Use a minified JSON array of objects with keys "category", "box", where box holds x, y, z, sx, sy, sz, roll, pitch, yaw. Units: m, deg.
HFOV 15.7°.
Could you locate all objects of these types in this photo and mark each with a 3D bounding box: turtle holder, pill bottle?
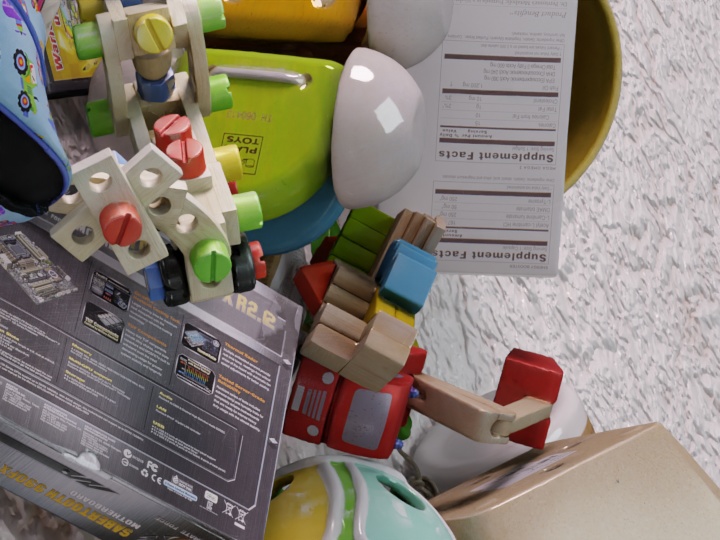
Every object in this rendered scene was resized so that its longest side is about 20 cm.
[{"category":"turtle holder","box":[-0.027,0.169,1.367,0.185,0.141,0.132,8,62,-21]},{"category":"pill bottle","box":[0.122,0.180,1.644,0.200,0.114,0.114,64,29,-18]}]

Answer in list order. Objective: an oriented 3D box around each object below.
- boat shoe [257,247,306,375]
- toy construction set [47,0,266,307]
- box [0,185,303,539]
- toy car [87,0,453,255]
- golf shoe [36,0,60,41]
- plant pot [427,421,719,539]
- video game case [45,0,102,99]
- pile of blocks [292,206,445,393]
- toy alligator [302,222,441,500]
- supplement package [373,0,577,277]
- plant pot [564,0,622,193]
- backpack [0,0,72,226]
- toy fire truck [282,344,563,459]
[{"category":"boat shoe","box":[-0.062,0.042,1.422,0.069,0.071,0.200,62,29,-24]},{"category":"toy construction set","box":[-0.092,-0.061,1.219,0.200,0.092,0.131,-89,175,-52]},{"category":"box","box":[-0.128,0.041,1.251,0.200,0.048,0.159,31,45,-24]},{"category":"toy car","box":[-0.043,-0.097,1.403,0.150,0.174,0.200,79,19,-56]},{"category":"golf shoe","box":[-0.183,-0.150,1.306,0.092,0.072,0.200,80,27,-49]},{"category":"plant pot","box":[0.119,0.196,1.477,0.199,0.200,0.178,-23,91,-28]},{"category":"video game case","box":[-0.157,-0.196,1.427,0.181,0.025,0.201,-16,90,-63]},{"category":"pile of blocks","box":[0.000,0.000,1.379,0.062,0.082,0.200,27,11,-7]},{"category":"toy alligator","box":[0.001,0.064,1.541,0.054,0.059,0.201,-30,102,-62]},{"category":"supplement package","box":[0.062,-0.106,1.515,0.114,0.109,0.201,-103,-164,-76]},{"category":"plant pot","box":[0.052,-0.135,1.640,0.142,0.200,0.200,-119,-176,-74]},{"category":"backpack","box":[-0.214,-0.097,1.095,0.200,0.182,0.135,41,47,-51]},{"category":"toy fire truck","box":[0.037,0.071,1.453,0.200,0.141,0.049,-49,155,-79]}]
